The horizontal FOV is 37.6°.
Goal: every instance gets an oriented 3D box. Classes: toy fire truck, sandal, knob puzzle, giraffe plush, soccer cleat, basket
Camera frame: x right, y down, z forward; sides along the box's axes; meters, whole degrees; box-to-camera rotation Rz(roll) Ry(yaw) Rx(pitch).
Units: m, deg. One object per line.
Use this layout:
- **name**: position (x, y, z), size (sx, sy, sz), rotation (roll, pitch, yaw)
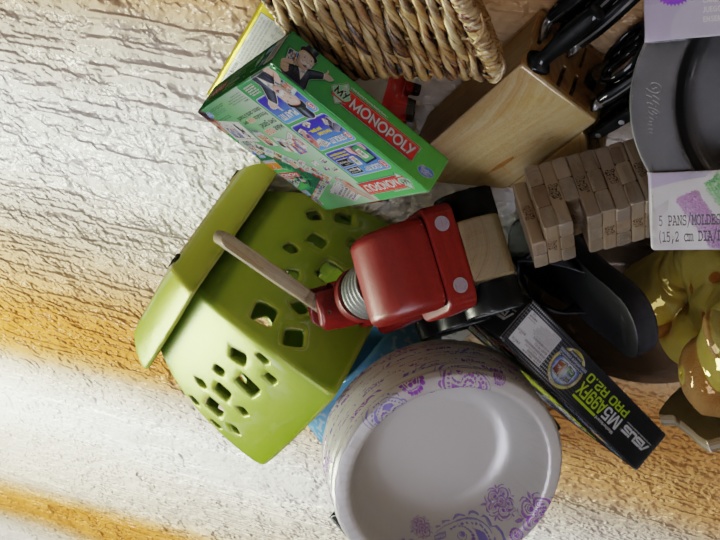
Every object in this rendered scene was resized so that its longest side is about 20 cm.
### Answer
- **toy fire truck**: position (0.000, 0.000, 0.833), size (0.199, 0.130, 0.176), rotation (-14, 173, -18)
- **sandal**: position (0.164, 0.007, 0.852), size (0.200, 0.043, 0.077), rotation (-134, 24, -62)
- **knob puzzle**: position (0.342, 0.104, 0.859), size (0.219, 0.219, 0.031), rotation (-12, 97, 40)
- **giraffe plush**: position (0.285, 0.040, 0.780), size (0.171, 0.163, 0.201), rotation (4, 134, 3)
- **soccer cleat**: position (-0.001, -0.115, 0.836), size (0.085, 0.069, 0.200), rotation (15, 160, 2)
- **basket**: position (0.015, -0.223, 0.639), size (0.148, 0.144, 0.200), rotation (6, 153, 32)

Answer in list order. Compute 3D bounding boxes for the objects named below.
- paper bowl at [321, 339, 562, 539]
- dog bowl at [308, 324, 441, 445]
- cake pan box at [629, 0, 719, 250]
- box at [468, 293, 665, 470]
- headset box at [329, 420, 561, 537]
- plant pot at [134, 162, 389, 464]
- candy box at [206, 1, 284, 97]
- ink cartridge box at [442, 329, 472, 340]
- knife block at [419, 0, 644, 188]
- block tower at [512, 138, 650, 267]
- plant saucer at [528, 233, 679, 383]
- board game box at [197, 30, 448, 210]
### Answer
- **paper bowl**: position (0.065, 0.153, 0.916), size (0.199, 0.104, 0.202), rotation (-5, 115, -10)
- **dog bowl**: position (0.002, 0.105, 1.045), size (0.050, 0.112, 0.200), rotation (40, 142, -7)
- **cake pan box**: position (0.266, -0.107, 0.636), size (0.198, 0.052, 0.186), rotation (1, 104, 20)
- **box**: position (0.166, 0.082, 0.963), size (0.200, 0.044, 0.160), rotation (43, 177, -25)
- **headset box**: position (0.092, 0.207, 1.115), size (0.093, 0.200, 0.174), rotation (49, 140, -8)
- **plant pot**: position (-0.092, 0.032, 0.999), size (0.181, 0.200, 0.200), rotation (35, 143, -6)
- **candy box**: position (-0.044, -0.174, 0.845), size (0.102, 0.027, 0.200), rotation (32, 144, -11)
- **ink cartridge box**: position (0.034, 0.073, 1.104), size (0.094, 0.037, 0.200), rotation (26, 143, -11)
- **knife block**: position (0.121, -0.140, 0.760), size (0.199, 0.064, 0.176), rotation (8, 141, 23)
- **block tower**: position (0.210, -0.060, 0.736), size (0.199, 0.058, 0.054), rotation (-17, 151, 6)
- **plant saucer**: position (0.245, 0.040, 0.949), size (0.199, 0.030, 0.201), rotation (16, 143, 13)
- **board game box**: position (-0.035, -0.099, 0.763), size (0.134, 0.029, 0.200), rotation (36, 167, -18)
